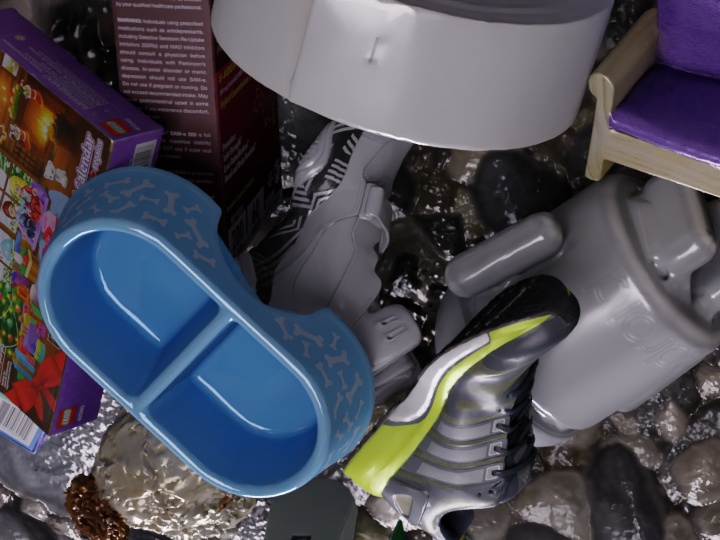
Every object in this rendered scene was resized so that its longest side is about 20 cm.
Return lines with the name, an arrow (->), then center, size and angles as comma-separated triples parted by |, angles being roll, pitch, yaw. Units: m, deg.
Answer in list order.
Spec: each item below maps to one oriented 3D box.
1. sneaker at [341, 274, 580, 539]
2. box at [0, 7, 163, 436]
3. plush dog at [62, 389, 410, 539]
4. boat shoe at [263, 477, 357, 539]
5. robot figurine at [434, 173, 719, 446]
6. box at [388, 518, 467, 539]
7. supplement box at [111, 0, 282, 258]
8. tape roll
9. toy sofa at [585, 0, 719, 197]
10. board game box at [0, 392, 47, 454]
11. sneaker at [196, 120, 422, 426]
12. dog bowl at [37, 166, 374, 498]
sneaker -> 0.068, 0.075, 1.203 | 0.081, 0.074, 0.200 | 43, 139, 5
box -> -0.185, -0.026, 1.274 | 0.137, 0.039, 0.201 | 38, 128, 31
plush dog -> -0.088, 0.086, 1.317 | 0.199, 0.172, 0.161 | -29, 104, 26
boat shoe -> -0.037, 0.215, 1.351 | 0.070, 0.200, 0.091 | 1, 119, 16
robot figurine -> 0.122, 0.024, 1.265 | 0.200, 0.113, 0.169 | -35, 128, 26
box -> 0.067, 0.254, 1.386 | 0.048, 0.117, 0.200 | -26, 106, 31
supplement box -> -0.089, -0.111, 1.263 | 0.061, 0.109, 0.201 | 4, 116, 15
tape roll -> 0.026, -0.139, 1.166 | 0.201, 0.203, 0.071 | 20, 118, 5
toy sofa -> 0.219, -0.075, 1.150 | 0.199, 0.083, 0.098 | 21, 130, 19
board game box -> -0.217, -0.007, 1.381 | 0.152, 0.045, 0.200 | 31, 119, 0
sneaker -> 0.000, 0.000, 1.255 | 0.115, 0.200, 0.075 | 32, 162, 12
dog bowl -> -0.085, 0.037, 1.183 | 0.200, 0.050, 0.111 | 43, 119, -3
